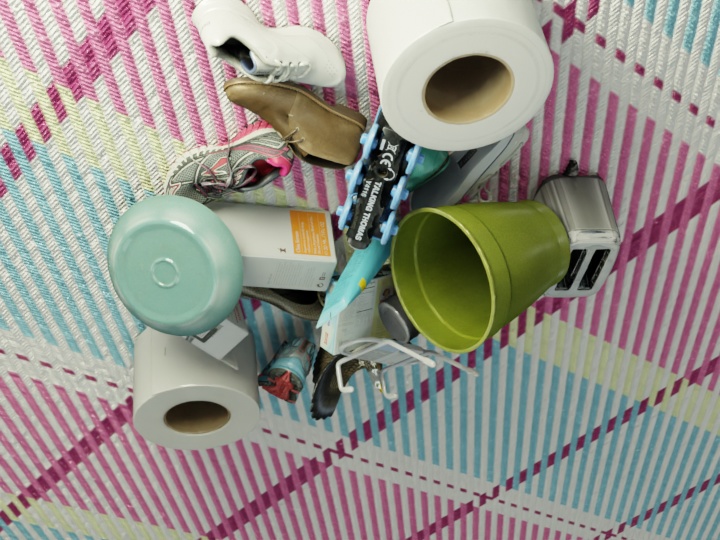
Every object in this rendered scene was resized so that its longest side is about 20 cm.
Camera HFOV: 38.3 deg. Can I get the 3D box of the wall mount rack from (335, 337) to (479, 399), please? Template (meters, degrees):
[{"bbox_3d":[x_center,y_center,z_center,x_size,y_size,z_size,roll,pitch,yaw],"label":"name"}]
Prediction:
[{"bbox_3d":[0.068,0.141,1.548,0.174,0.075,0.200,-24,156,32],"label":"wall mount rack"}]

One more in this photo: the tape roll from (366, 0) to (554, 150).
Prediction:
[{"bbox_3d":[0.113,-0.258,1.219,0.202,0.139,0.203,-6,143,-4],"label":"tape roll"}]

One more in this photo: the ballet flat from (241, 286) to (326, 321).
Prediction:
[{"bbox_3d":[-0.120,0.030,1.605,0.200,0.067,0.046,19,118,-25],"label":"ballet flat"}]

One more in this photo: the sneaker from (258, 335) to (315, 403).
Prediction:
[{"bbox_3d":[-0.115,0.164,1.755,0.079,0.096,0.200,32,158,-8],"label":"sneaker"}]

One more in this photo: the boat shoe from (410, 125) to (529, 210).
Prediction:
[{"bbox_3d":[0.159,-0.138,1.445,0.086,0.075,0.202,13,131,-40],"label":"boat shoe"}]

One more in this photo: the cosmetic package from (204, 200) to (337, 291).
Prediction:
[{"bbox_3d":[-0.141,-0.036,1.481,0.200,0.102,0.071,3,140,-17],"label":"cosmetic package"}]

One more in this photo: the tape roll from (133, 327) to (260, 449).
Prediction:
[{"bbox_3d":[-0.267,0.183,1.689,0.202,0.139,0.203,-5,141,-4],"label":"tape roll"}]

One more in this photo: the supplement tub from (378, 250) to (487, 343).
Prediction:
[{"bbox_3d":[0.123,0.026,1.541,0.200,0.107,0.107,-33,148,-22],"label":"supplement tub"}]

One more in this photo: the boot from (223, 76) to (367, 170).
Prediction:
[{"bbox_3d":[-0.083,-0.186,1.310,0.200,0.076,0.074,18,165,-27],"label":"boot"}]

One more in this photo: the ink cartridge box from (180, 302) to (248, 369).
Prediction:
[{"bbox_3d":[-0.239,0.052,1.541,0.067,0.116,0.200,-42,129,13],"label":"ink cartridge box"}]

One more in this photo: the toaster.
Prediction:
[{"bbox_3d":[0.312,-0.050,1.529,0.114,0.129,0.200,0,141,-12],"label":"toaster"}]

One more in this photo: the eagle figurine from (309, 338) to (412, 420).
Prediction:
[{"bbox_3d":[-0.009,0.144,1.693,0.200,0.151,0.152,-24,151,8],"label":"eagle figurine"}]

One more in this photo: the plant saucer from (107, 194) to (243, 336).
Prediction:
[{"bbox_3d":[-0.257,-0.001,1.398,0.200,0.036,0.200,4,106,13],"label":"plant saucer"}]

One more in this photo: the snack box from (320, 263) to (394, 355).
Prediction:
[{"bbox_3d":[0.033,0.050,1.578,0.200,0.037,0.116,-12,121,-37],"label":"snack box"}]

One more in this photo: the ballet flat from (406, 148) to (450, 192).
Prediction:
[{"bbox_3d":[0.037,-0.122,1.448,0.070,0.067,0.200,40,125,-15],"label":"ballet flat"}]

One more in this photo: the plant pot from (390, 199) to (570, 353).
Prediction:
[{"bbox_3d":[0.178,-0.011,1.423,0.193,0.200,0.200,-19,151,-35],"label":"plant pot"}]

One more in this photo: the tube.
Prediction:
[{"bbox_3d":[0.000,0.000,1.470,0.050,0.200,0.077,39,140,-6],"label":"tube"}]

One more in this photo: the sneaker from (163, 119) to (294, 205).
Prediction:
[{"bbox_3d":[-0.178,-0.130,1.376,0.200,0.075,0.081,-26,139,22],"label":"sneaker"}]

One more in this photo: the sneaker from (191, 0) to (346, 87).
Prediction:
[{"bbox_3d":[-0.106,-0.251,1.226,0.200,0.087,0.075,14,135,-28],"label":"sneaker"}]

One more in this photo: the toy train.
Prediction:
[{"bbox_3d":[0.028,-0.124,1.345,0.087,0.114,0.200,20,119,0],"label":"toy train"}]
